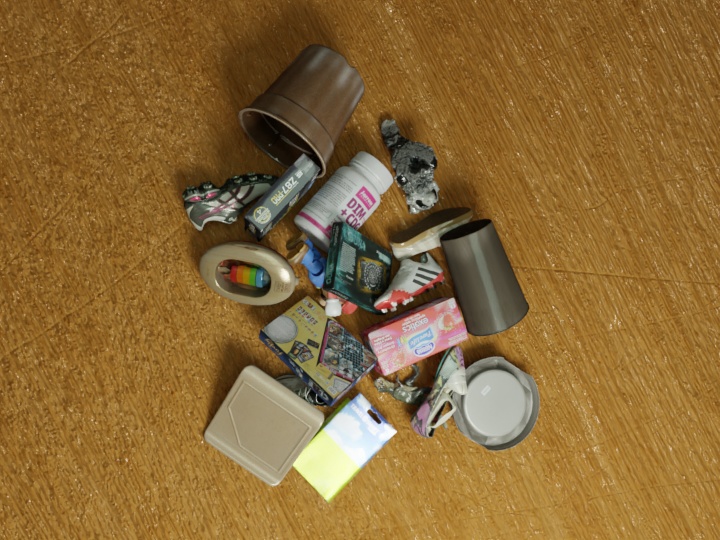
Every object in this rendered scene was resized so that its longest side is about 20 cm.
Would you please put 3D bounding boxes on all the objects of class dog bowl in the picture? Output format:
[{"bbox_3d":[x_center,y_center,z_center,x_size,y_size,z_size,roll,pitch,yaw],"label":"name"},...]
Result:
[{"bbox_3d":[0.284,0.284,1.355,0.199,0.059,0.201,1,87,-11],"label":"dog bowl"}]

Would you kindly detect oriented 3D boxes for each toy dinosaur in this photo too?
[{"bbox_3d":[0.121,0.255,1.334,0.200,0.047,0.088,31,86,-13],"label":"toy dinosaur"}]

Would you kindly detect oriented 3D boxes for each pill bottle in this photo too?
[{"bbox_3d":[-0.032,-0.140,1.281,0.113,0.113,0.200,41,81,-7],"label":"pill bottle"}]

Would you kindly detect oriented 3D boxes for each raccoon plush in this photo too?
[{"bbox_3d":[0.114,-0.221,1.347,0.096,0.134,0.200,-15,58,4],"label":"raccoon plush"}]

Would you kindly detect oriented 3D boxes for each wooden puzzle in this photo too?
[{"bbox_3d":[-0.191,0.305,1.233,0.185,0.037,0.200,34,110,1],"label":"wooden puzzle"}]

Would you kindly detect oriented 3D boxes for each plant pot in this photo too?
[{"bbox_3d":[-0.104,-0.324,1.245,0.200,0.200,0.199,34,74,-8],"label":"plant pot"}]

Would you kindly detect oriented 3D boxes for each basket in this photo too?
[{"bbox_3d":[0.249,0.007,1.286,0.136,0.180,0.200,-17,104,24],"label":"basket"}]

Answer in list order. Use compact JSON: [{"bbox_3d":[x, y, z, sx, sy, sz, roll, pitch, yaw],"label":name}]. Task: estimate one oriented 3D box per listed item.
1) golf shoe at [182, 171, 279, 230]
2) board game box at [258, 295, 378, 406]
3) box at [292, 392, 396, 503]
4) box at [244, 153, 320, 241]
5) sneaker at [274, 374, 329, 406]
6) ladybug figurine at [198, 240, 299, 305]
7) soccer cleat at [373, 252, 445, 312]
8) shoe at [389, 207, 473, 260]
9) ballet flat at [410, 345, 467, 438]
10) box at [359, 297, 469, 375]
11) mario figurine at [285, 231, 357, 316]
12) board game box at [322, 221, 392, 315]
[{"bbox_3d":[-0.255,-0.146,1.269,0.199,0.077,0.088,-14,111,-9],"label":"golf shoe"},{"bbox_3d":[-0.083,0.154,1.235,0.200,0.035,0.135,41,52,17],"label":"board game box"},{"bbox_3d":[-0.037,0.361,1.294,0.200,0.048,0.122,-44,96,-9],"label":"box"},{"bbox_3d":[-0.157,-0.135,1.213,0.049,0.200,0.161,41,80,-5],"label":"box"},{"bbox_3d":[-0.123,0.245,1.248,0.200,0.115,0.076,-20,92,-11],"label":"sneaker"},{"bbox_3d":[-0.218,0.000,1.244,0.199,0.072,0.136,14,121,1],"label":"ladybug figurine"},{"bbox_3d":[0.093,0.023,1.303,0.200,0.069,0.085,-24,81,-36],"label":"soccer cleat"},{"bbox_3d":[0.154,-0.081,1.346,0.200,0.070,0.054,-24,120,-12],"label":"shoe"},{"bbox_3d":[0.174,0.255,1.285,0.069,0.071,0.200,23,96,-50],"label":"ballet flat"},{"bbox_3d":[0.110,0.134,1.306,0.200,0.100,0.096,-22,92,-12],"label":"box"},{"bbox_3d":[-0.084,0.024,1.267,0.200,0.106,0.124,47,51,-28],"label":"mario figurine"},{"bbox_3d":[0.000,0.000,1.249,0.028,0.200,0.136,-2,71,32],"label":"board game box"}]
